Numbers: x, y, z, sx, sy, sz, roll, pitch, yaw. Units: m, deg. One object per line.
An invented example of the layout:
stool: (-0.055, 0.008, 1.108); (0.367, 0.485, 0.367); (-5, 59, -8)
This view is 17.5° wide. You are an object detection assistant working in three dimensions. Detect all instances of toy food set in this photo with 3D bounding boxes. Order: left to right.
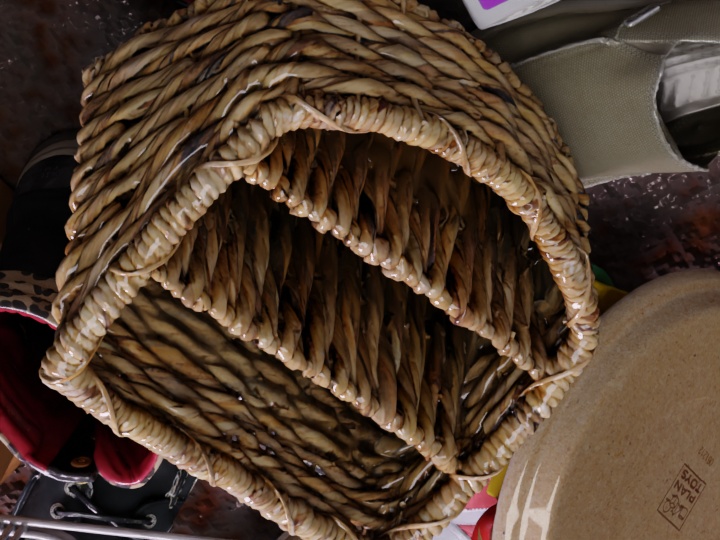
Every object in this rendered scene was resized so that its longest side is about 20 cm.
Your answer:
toy food set: (0.122, 0.089, 1.006); (0.200, 0.049, 0.198); (20, 92, -47)

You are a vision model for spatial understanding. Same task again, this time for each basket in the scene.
basket: (0.000, 0.000, 0.875); (0.143, 0.149, 0.200); (-24, 136, 32)

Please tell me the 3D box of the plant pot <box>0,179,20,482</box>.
plant pot: (-0.226, 0.056, 0.980); (0.200, 0.140, 0.200); (-1, 125, -1)

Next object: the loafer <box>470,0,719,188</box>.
loafer: (0.108, -0.072, 0.948); (0.200, 0.068, 0.076); (-20, 122, 11)

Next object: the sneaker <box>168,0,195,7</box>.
sneaker: (-0.061, -0.139, 0.906); (0.095, 0.079, 0.200); (-27, 116, 32)

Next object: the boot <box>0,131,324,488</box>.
boot: (-0.075, 0.042, 0.949); (0.200, 0.151, 0.073); (43, 115, -10)

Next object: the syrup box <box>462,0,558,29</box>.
syrup box: (0.032, -0.196, 0.855); (0.081, 0.079, 0.200); (-23, 122, 12)

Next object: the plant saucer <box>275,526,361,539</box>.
plant saucer: (0.024, 0.200, 1.073); (0.200, 0.201, 0.032); (22, 153, -16)

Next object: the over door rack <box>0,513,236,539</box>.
over door rack: (-0.089, 0.151, 0.958); (0.200, 0.148, 0.067); (-5, 108, 13)

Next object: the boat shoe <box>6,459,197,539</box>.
boat shoe: (-0.123, 0.119, 1.069); (0.074, 0.066, 0.199); (28, 119, -19)

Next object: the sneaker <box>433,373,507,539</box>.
sneaker: (0.085, 0.088, 1.054); (0.200, 0.071, 0.112); (35, 119, -20)
